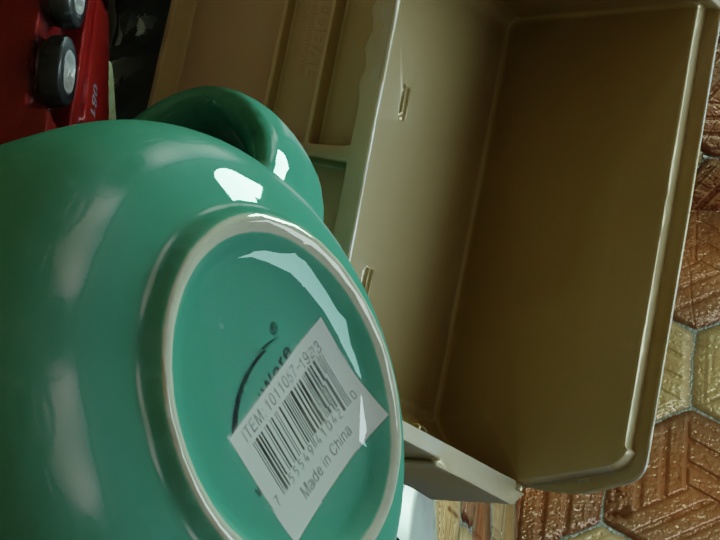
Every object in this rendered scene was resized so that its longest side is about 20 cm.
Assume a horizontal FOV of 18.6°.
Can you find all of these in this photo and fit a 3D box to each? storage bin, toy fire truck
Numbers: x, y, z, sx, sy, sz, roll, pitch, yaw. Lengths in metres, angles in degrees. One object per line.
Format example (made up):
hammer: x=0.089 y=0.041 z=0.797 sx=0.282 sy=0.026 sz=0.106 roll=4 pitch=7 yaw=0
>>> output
storage bin: x=0.026 y=-0.040 z=0.739 sx=0.200 sy=0.093 sz=0.200 roll=31 pitch=65 yaw=-51
toy fire truck: x=-0.097 y=-0.051 z=0.686 sx=0.141 sy=0.048 sz=0.201 roll=74 pitch=19 yaw=-66

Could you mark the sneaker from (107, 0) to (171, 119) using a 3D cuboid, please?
sneaker: x=-0.071 y=-0.068 z=0.839 sx=0.200 sy=0.080 sz=0.087 roll=-70 pitch=177 yaw=-50

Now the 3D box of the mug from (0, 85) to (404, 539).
mug: x=-0.061 y=0.026 z=0.542 sx=0.152 sy=0.114 sz=0.186 roll=15 pitch=66 yaw=-50

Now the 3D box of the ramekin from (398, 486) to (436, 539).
ramekin: x=-0.014 y=0.184 z=1.175 sx=0.202 sy=0.093 sz=0.204 roll=3 pitch=90 yaw=-81

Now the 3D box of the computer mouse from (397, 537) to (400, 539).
computer mouse: x=-0.031 y=0.116 z=0.677 sx=0.110 sy=0.044 sz=0.200 roll=49 pitch=20 yaw=-3
